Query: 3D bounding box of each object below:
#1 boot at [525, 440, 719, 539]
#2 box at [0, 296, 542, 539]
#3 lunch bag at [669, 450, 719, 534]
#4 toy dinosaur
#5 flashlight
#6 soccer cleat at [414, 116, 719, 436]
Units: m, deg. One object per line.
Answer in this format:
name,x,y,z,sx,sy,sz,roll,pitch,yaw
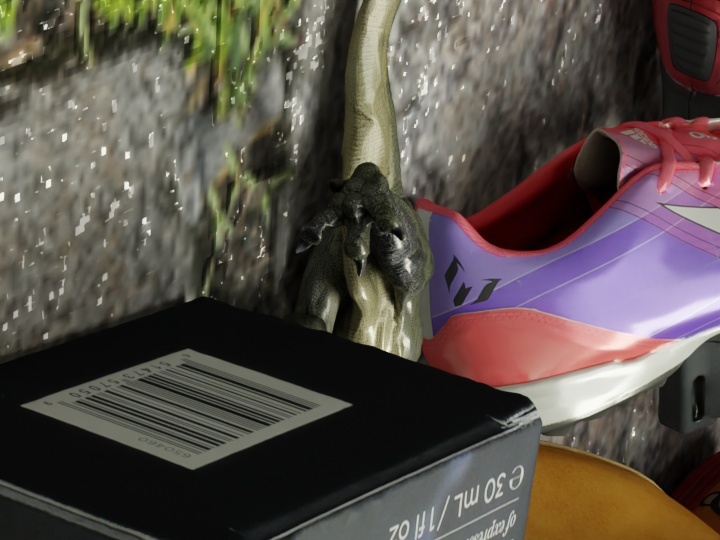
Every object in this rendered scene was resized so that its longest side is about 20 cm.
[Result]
boot,0.113,0.120,0.881,0.201,0.144,0.071,31,90,-26
box,-0.049,0.126,0.709,0.148,0.107,0.201,-20,122,-57
lunch bag,0.140,0.169,1.091,0.176,0.082,0.201,-43,139,-44
toy dinosaur,0.000,0.000,0.794,0.088,0.047,0.201,-46,143,-64
flashlight,0.124,-0.045,0.973,0.068,0.067,0.201,-93,178,-52
soccer cleat,0.102,-0.018,0.891,0.199,0.068,0.074,-24,114,-23
